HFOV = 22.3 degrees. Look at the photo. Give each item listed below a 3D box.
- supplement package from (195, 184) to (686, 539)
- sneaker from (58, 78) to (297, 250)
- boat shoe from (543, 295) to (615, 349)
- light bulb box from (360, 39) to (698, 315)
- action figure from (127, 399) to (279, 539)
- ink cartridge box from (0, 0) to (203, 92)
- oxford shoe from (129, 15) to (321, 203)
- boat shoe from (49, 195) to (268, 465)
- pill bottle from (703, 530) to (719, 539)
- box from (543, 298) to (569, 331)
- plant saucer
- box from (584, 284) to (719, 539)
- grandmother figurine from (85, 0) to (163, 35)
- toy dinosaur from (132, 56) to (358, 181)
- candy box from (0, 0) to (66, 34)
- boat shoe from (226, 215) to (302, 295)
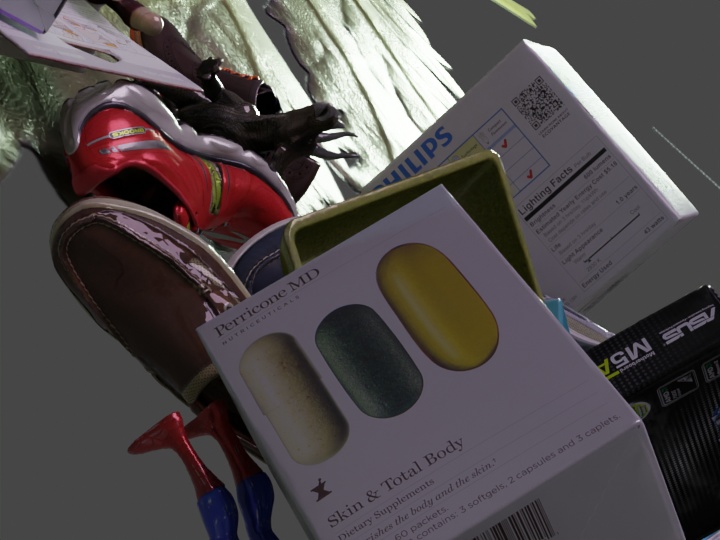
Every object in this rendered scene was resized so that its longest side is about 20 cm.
[{"bbox_3d":[0.041,0.096,0.896,0.200,0.151,0.151,54,-8,47],"label":"supplement package"},{"bbox_3d":[-0.116,-0.042,1.157,0.200,0.077,0.085,28,45,-44],"label":"sneaker"},{"bbox_3d":[0.159,0.065,1.447,0.202,0.075,0.065,24,13,35],"label":"boat shoe"},{"bbox_3d":[0.146,-0.058,1.564,0.200,0.198,0.125,50,15,9],"label":"light bulb box"},{"bbox_3d":[-0.041,0.161,0.886,0.200,0.052,0.065,56,24,14],"label":"action figure"},{"bbox_3d":[-0.215,-0.152,1.122,0.176,0.045,0.200,40,14,20],"label":"ink cartridge box"},{"bbox_3d":[-0.098,-0.123,1.343,0.200,0.073,0.071,53,18,19],"label":"oxford shoe"},{"bbox_3d":[-0.085,0.039,0.998,0.202,0.075,0.075,40,10,-21],"label":"boat shoe"},{"bbox_3d":[0.174,0.175,1.258,0.200,0.111,0.111,52,18,15],"label":"pill bottle"},{"bbox_3d":[0.108,0.058,1.311,0.200,0.082,0.049,43,45,-78],"label":"box"},{"bbox_3d":[0.036,0.044,1.144,0.200,0.048,0.200,-22,96,-43],"label":"plant saucer"},{"bbox_3d":[0.148,0.119,1.084,0.048,0.193,0.200,58,-3,39],"label":"box"},{"bbox_3d":[-0.182,-0.209,1.261,0.121,0.061,0.200,54,-9,-13],"label":"grandmother figurine"},{"bbox_3d":[-0.105,-0.096,1.255,0.200,0.077,0.102,6,-31,48],"label":"toy dinosaur"},{"bbox_3d":[-0.250,-0.235,1.077,0.167,0.072,0.200,27,15,-25],"label":"candy box"},{"bbox_3d":[0.000,0.000,1.199,0.200,0.075,0.062,-7,9,-40],"label":"boat shoe"}]
